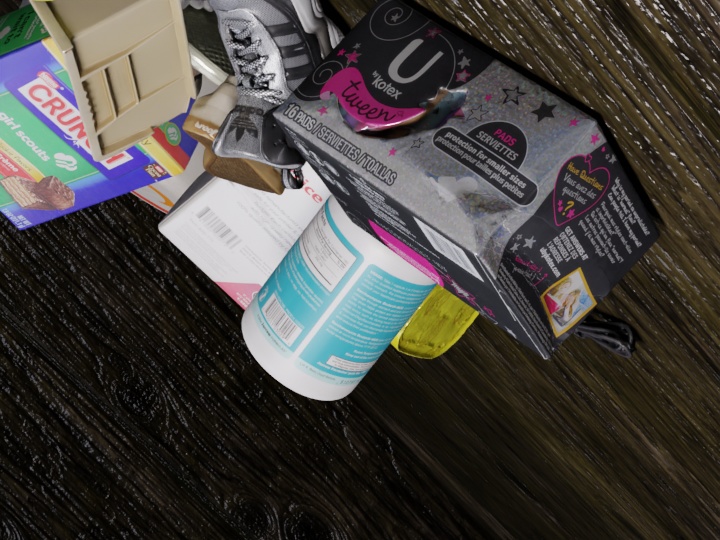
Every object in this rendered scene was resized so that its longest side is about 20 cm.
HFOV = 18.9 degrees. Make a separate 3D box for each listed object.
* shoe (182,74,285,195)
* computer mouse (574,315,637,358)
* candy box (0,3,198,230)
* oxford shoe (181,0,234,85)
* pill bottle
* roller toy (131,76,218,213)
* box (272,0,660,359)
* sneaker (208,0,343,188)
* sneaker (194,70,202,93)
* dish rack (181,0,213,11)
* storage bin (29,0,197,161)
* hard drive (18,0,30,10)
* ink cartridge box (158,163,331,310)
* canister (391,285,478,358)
[{"bbox_3d":[-0.090,-0.102,1.681,0.070,0.054,0.200,19,172,9],"label":"shoe"},{"bbox_3d":[0.123,-0.006,1.676,0.200,0.046,0.140,33,174,-30],"label":"computer mouse"},{"bbox_3d":[-0.255,-0.132,1.789,0.200,0.077,0.169,-17,130,35],"label":"candy box"},{"bbox_3d":[-0.175,-0.209,1.777,0.200,0.058,0.075,37,-151,4],"label":"oxford shoe"},{"bbox_3d":[0.000,0.000,1.718,0.111,0.200,0.111,30,-153,-17],"label":"pill bottle"},{"bbox_3d":[-0.178,-0.140,2.132,0.182,0.140,0.200,32,171,-2],"label":"roller toy"},{"bbox_3d":[0.066,-0.063,1.350,0.200,0.115,0.132,35,169,40],"label":"box"},{"bbox_3d":[-0.072,-0.141,1.533,0.075,0.114,0.200,11,155,41],"label":"sneaker"},{"bbox_3d":[-0.154,-0.193,1.901,0.200,0.080,0.074,75,-169,-76],"label":"sneaker"},{"bbox_3d":[-0.183,-0.282,1.707,0.200,0.044,0.172,41,172,5],"label":"dish rack"},{"bbox_3d":[-0.212,-0.212,1.579,0.200,0.094,0.199,57,168,18],"label":"storage bin"},{"bbox_3d":[-0.249,-0.214,1.923,0.025,0.200,0.132,-6,143,32],"label":"hard drive"},{"bbox_3d":[-0.056,-0.051,1.853,0.147,0.083,0.200,44,138,-11],"label":"ink cartridge box"},{"bbox_3d":[0.006,-0.017,2.003,0.200,0.087,0.148,42,-171,20],"label":"canister"}]
